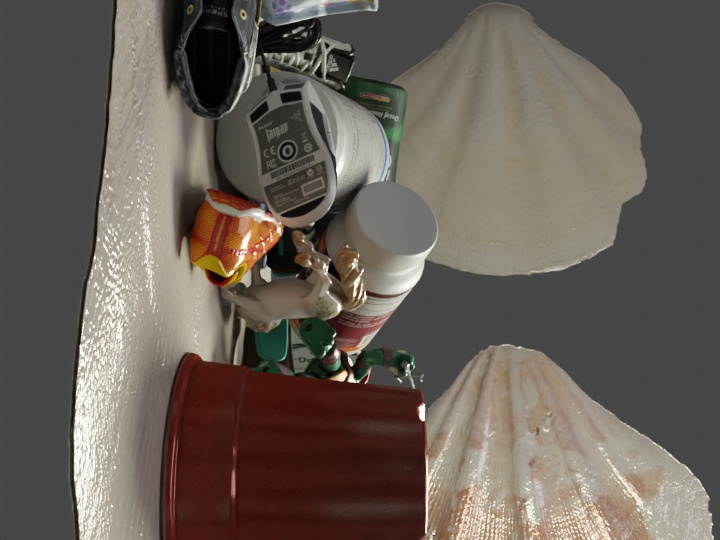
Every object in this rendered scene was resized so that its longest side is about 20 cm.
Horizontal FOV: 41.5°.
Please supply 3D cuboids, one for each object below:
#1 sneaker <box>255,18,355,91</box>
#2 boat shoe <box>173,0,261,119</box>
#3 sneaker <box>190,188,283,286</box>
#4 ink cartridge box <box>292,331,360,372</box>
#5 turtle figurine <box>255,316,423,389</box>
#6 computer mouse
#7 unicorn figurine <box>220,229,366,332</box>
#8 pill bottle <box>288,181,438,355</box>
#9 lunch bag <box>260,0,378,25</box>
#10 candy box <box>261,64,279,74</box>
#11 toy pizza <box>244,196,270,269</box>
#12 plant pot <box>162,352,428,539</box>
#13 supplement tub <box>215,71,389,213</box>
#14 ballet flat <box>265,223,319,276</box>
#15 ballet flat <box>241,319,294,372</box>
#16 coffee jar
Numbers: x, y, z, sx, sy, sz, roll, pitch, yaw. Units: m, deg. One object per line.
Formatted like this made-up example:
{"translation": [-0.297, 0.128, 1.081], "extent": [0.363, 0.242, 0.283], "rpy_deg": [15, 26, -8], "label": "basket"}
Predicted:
{"translation": [-0.065, -0.232, 0.960], "extent": [0.200, 0.115, 0.076], "rpy_deg": [-32, 139, -75], "label": "sneaker"}
{"translation": [-0.101, -0.214, 0.696], "extent": [0.091, 0.071, 0.201], "rpy_deg": [-99, -169, -65], "label": "boat shoe"}
{"translation": [-0.117, -0.027, 0.835], "extent": [0.200, 0.073, 0.077], "rpy_deg": [0, 111, -86], "label": "sneaker"}
{"translation": [-0.072, 0.130, 1.227], "extent": [0.200, 0.145, 0.084], "rpy_deg": [-90, -179, -63], "label": "ink cartridge box"}
{"translation": [-0.024, 0.129, 1.019], "extent": [0.150, 0.101, 0.200], "rpy_deg": [-58, 141, -9], "label": "turtle figurine"}
{"translation": [-0.065, -0.129, 0.839], "extent": [0.044, 0.109, 0.201], "rpy_deg": [21, 53, -66], "label": "computer mouse"}
{"translation": [-0.086, 0.021, 0.985], "extent": [0.074, 0.199, 0.138], "rpy_deg": [-64, 148, -30], "label": "unicorn figurine"}
{"translation": [0.000, 0.000, 1.046], "extent": [0.200, 0.114, 0.114], "rpy_deg": [124, -27, -48], "label": "pill bottle"}
{"translation": [-0.074, -0.319, 0.817], "extent": [0.200, 0.127, 0.170], "rpy_deg": [-131, -147, -50], "label": "lunch bag"}
{"translation": [-0.093, -0.263, 1.155], "extent": [0.117, 0.056, 0.201], "rpy_deg": [-114, -163, -61], "label": "candy box"}
{"translation": [-0.126, -0.098, 1.129], "extent": [0.200, 0.032, 0.201], "rpy_deg": [-178, -90, -89], "label": "toy pizza"}
{"translation": [-0.046, 0.169, 0.778], "extent": [0.201, 0.194, 0.202], "rpy_deg": [-179, -90, -89], "label": "plant pot"}
{"translation": [-0.054, -0.127, 0.990], "extent": [0.200, 0.131, 0.132], "rpy_deg": [-5, 96, -73], "label": "supplement tub"}
{"translation": [-0.081, -0.047, 1.186], "extent": [0.200, 0.068, 0.069], "rpy_deg": [-93, 174, -78], "label": "ballet flat"}
{"translation": [-0.106, 0.122, 1.077], "extent": [0.200, 0.068, 0.069], "rpy_deg": [-88, -167, -46], "label": "ballet flat"}
{"translation": [-0.001, -0.131, 1.171], "extent": [0.085, 0.104, 0.201], "rpy_deg": [169, -74, -66], "label": "coffee jar"}
